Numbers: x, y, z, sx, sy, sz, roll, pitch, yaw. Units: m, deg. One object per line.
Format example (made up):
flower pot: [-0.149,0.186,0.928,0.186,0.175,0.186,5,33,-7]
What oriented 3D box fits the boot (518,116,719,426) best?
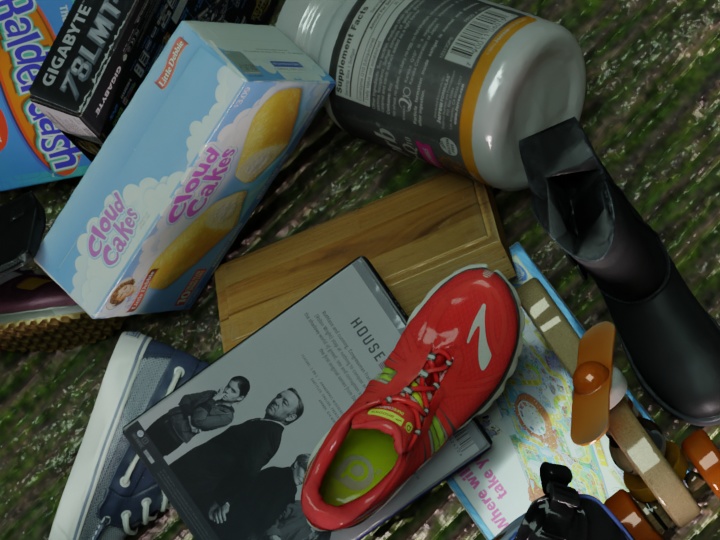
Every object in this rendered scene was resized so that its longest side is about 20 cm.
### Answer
boot: [0.172,0.005,1.547,0.065,0.200,0.165,-34,66,2]

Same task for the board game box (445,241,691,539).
board game box: [0.110,0.099,1.624,0.134,0.034,0.201,-36,66,2]

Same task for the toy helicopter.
toy helicopter: [0.147,0.076,1.534,0.079,0.132,0.201,-37,54,5]

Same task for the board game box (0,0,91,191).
board game box: [-0.276,-0.132,1.767,0.198,0.045,0.153,-11,103,12]

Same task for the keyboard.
keyboard: [-0.291,0.008,1.685,0.199,0.040,0.105,-22,36,20]

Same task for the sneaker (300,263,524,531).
sneaker: [0.033,0.087,1.543,0.077,0.085,0.201,36,99,5]

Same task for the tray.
tray: [0.000,0.000,1.663,0.199,0.037,0.099,-22,36,7]

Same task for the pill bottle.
pill bottle: [0.044,-0.135,1.667,0.199,0.116,0.117,22,79,35]

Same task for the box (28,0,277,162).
box: [-0.133,-0.162,1.692,0.049,0.199,0.201,21,79,19]

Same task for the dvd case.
dvd case: [-0.035,0.108,1.612,0.199,0.025,0.151,-35,87,9]

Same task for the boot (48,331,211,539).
boot: [-0.150,0.148,1.666,0.090,0.073,0.202,18,88,2]

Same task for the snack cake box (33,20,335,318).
snack cake box: [-0.117,-0.066,1.640,0.067,0.115,0.201,43,113,20]

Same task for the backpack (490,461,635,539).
backpack: [0.104,0.250,1.492,0.190,0.154,0.201,-36,83,-16]

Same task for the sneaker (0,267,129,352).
sneaker: [-0.257,0.010,1.738,0.198,0.075,0.091,-8,71,11]
